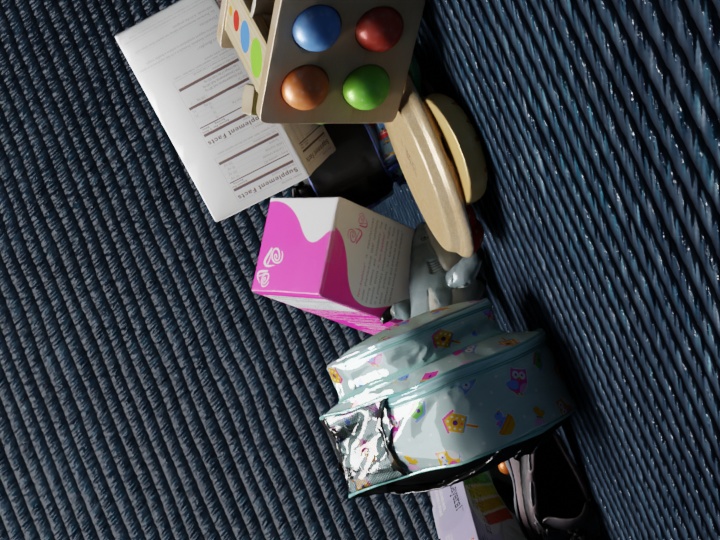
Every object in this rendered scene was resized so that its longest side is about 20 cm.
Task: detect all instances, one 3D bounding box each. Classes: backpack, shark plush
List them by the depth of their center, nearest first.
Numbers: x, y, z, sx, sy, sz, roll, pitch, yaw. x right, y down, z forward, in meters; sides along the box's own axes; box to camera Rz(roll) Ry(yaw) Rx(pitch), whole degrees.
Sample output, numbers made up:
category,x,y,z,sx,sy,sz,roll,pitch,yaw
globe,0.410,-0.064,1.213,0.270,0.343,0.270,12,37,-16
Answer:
category,x,y,z,sx,sy,sz,roll,pitch,yaw
backpack,0.080,0.110,1.389,0.200,0.176,0.154,-12,95,49
shark plush,0.060,0.052,1.553,0.091,0.083,0.200,50,-120,-75
backpack,-0.017,-0.141,1.680,0.200,0.134,0.183,48,-163,-73

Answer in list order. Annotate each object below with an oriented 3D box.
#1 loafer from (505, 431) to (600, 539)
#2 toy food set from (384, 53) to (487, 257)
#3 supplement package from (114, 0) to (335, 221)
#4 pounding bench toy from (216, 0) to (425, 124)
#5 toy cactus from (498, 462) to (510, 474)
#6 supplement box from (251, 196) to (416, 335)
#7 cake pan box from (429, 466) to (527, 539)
category,x,y,z,sx,sy,sz,roll,pitch,yaw
loafer,0.185,0.217,1.505,0.200,0.072,0.063,67,168,-23
toy food set,0.065,-0.107,1.405,0.200,0.049,0.198,71,174,-51
supplement package,-0.126,-0.167,1.513,0.200,0.109,0.114,62,-160,-9
pounding bench toy,-0.041,-0.179,1.343,0.156,0.124,0.200,-117,32,-46
toy cactus,0.095,0.132,1.594,0.200,0.165,0.103,-125,48,-78
supplement box,0.000,0.000,1.606,0.200,0.103,0.101,23,-105,-46
cake pan box,0.156,0.278,1.590,0.184,0.052,0.200,36,-159,-26
